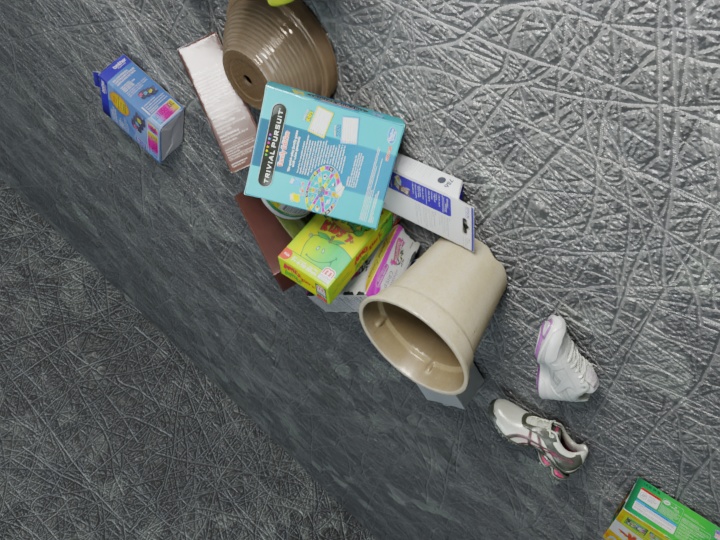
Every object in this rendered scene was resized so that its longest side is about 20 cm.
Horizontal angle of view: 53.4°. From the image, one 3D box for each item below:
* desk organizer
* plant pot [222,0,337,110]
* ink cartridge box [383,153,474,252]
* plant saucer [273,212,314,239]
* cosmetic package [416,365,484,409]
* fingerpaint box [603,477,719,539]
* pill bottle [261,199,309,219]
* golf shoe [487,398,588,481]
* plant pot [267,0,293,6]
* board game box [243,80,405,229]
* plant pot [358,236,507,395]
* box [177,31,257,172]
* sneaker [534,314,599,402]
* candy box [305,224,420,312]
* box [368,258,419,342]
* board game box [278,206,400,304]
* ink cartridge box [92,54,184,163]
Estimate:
[{"bbox_3d":[-0.158,-0.070,1.332,0.202,0.076,0.072,60,176,28],"label":"desk organizer"},{"bbox_3d":[-0.135,-0.303,1.038,0.198,0.093,0.203,32,151,20],"label":"plant pot"},{"bbox_3d":[0.096,-0.109,1.067,0.197,0.039,0.101,30,151,27],"label":"ink cartridge box"},{"bbox_3d":[-0.117,-0.105,1.282,0.202,0.031,0.200,54,-171,-12],"label":"plant saucer"},{"bbox_3d":[0.139,0.163,1.369,0.111,0.081,0.202,6,137,50],"label":"cosmetic package"},{"bbox_3d":[0.553,0.481,1.275,0.197,0.074,0.169,30,151,24],"label":"fingerpaint box"},{"bbox_3d":[-0.081,-0.171,1.124,0.113,0.113,0.199,44,146,-6],"label":"pill bottle"},{"bbox_3d":[0.330,0.296,1.332,0.198,0.077,0.089,37,134,6],"label":"golf shoe"},{"bbox_3d":[-0.089,-0.408,0.710,0.179,0.201,0.201,31,153,5],"label":"plant pot"},{"bbox_3d":[-0.051,-0.160,1.001,0.194,0.047,0.155,14,110,-7],"label":"board game box"},{"bbox_3d":[0.128,0.052,1.099,0.198,0.184,0.202,32,152,19],"label":"plant pot"},{"bbox_3d":[-0.216,-0.262,1.140,0.100,0.073,0.205,-141,29,-78],"label":"box"},{"bbox_3d":[0.321,0.137,1.107,0.097,0.076,0.202,11,147,24],"label":"sneaker"},{"bbox_3d":[0.000,0.000,1.244,0.061,0.139,0.198,37,158,-27],"label":"candy box"},{"bbox_3d":[0.070,0.055,1.271,0.198,0.032,0.125,-19,78,57],"label":"box"},{"bbox_3d":[-0.030,-0.054,1.139,0.100,0.201,0.048,29,152,21],"label":"board game box"},{"bbox_3d":[-0.455,-0.337,1.454,0.199,0.076,0.137,43,154,3],"label":"ink cartridge box"}]
